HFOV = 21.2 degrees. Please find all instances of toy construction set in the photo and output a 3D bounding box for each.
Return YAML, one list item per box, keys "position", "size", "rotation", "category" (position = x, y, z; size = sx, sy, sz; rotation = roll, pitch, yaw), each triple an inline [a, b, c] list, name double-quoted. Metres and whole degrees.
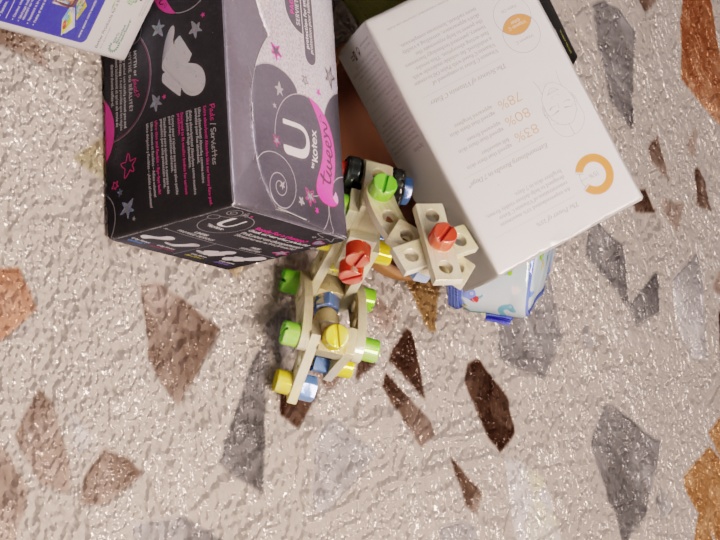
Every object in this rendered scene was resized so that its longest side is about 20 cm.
- position: [0.000, 0.000, 1.363]
  size: [0.092, 0.200, 0.132]
  rotation: [23, 51, -23]
  category: "toy construction set"

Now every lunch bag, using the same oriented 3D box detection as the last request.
- position: [0.117, -0.045, 1.532]
  size: [0.200, 0.082, 0.162]
  rotation: [-35, 130, -76]
  category: "lunch bag"

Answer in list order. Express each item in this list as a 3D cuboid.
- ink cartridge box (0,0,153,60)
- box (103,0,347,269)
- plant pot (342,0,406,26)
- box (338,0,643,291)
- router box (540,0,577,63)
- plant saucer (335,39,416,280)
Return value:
- position: [-0.204, -0.199, 1.208]
  size: [0.200, 0.039, 0.100]
  rotation: [10, 114, -56]
  category: "ink cartridge box"
- position: [-0.092, -0.116, 1.321]
  size: [0.132, 0.114, 0.201]
  rotation: [15, 68, -52]
  category: "box"
- position: [0.050, -0.246, 1.494]
  size: [0.187, 0.187, 0.201]
  rotation: [-28, 100, -55]
  category: "plant pot"
- position: [0.090, -0.104, 1.371]
  size: [0.124, 0.097, 0.201]
  rotation: [-27, 89, -14]
  category: "box"
- position: [0.112, -0.234, 1.705]
  size: [0.200, 0.051, 0.149]
  rotation: [61, 36, -23]
  category: "router box"
- position: [0.018, -0.089, 1.539]
  size: [0.200, 0.037, 0.201]
  rotation: [21, 63, -51]
  category: "plant saucer"
